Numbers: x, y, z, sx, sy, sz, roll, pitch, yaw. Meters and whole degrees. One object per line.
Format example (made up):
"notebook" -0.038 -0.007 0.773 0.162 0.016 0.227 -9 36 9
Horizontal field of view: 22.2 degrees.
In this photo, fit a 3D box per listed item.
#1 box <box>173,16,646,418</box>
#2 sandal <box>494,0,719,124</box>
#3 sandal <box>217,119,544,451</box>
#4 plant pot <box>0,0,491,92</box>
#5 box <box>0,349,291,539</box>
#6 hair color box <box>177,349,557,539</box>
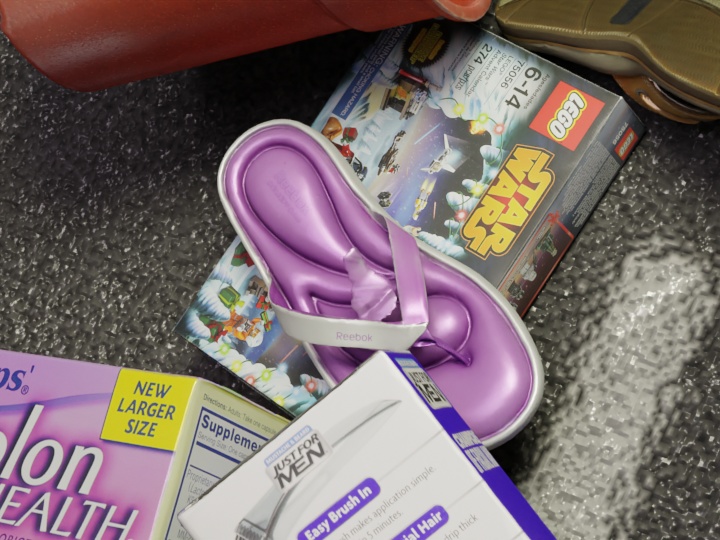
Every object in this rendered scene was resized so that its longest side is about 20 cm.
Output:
"box" 0.020 -0.018 0.851 0.137 0.040 0.200 31 87 33
"sandal" 0.141 -0.096 0.811 0.080 0.054 0.200 -42 37 -21
"sandal" -0.005 0.006 0.800 0.082 0.050 0.203 -48 59 4
"plant pot" -0.067 -0.180 0.833 0.195 0.201 0.201 -16 63 21
"box" -0.139 0.145 0.829 0.176 0.097 0.200 6 73 35
"hair color box" 0.033 0.141 0.727 0.109 0.065 0.200 -39 81 9
